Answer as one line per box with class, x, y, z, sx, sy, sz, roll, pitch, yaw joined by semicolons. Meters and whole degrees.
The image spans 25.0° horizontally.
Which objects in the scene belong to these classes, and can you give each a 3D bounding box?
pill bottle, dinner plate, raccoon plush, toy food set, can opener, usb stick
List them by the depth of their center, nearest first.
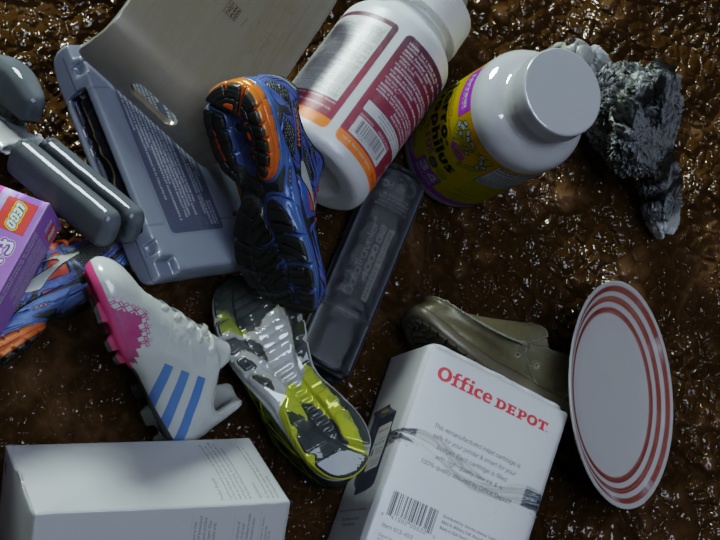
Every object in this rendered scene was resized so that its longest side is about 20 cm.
can opener;-0.241;-0.092;1.245;0.200;0.067;0.052;42;30;25
toy food set;-0.118;-0.205;1.308;0.143;0.060;0.201;42;66;-26
pill bottle;0.122;-0.125;1.384;0.103;0.200;0.106;5;77;-23
pill bottle;0.007;-0.159;1.389;0.109;0.109;0.201;41;66;-12
usb stick;0.000;0.000;1.397;0.055;0.033;0.202;26;70;-10
dinner plate;0.227;0.111;1.447;0.199;0.024;0.203;14;73;-54
raccoon plush;0.221;-0.124;1.516;0.096;0.133;0.202;-30;125;-41

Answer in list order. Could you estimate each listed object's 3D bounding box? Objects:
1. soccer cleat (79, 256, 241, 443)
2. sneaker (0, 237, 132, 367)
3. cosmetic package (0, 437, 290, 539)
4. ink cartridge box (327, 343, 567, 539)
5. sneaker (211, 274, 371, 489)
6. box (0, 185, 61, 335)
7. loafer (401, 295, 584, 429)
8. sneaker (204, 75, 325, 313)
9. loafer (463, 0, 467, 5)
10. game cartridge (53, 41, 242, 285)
soccer cleat;-0.150;0.052;1.250;0.086;0.070;0.201;-26;135;-7
sneaker;-0.246;0.003;1.262;0.199;0.075;0.079;-37;92;-28
cosmetic package;-0.165;0.187;1.229;0.198;0.108;0.086;0;113;-23
ink cartridge box;0.070;0.184;1.362;0.144;0.084;0.202;26;71;-18
sneaker;-0.067;0.097;1.328;0.074;0.085;0.201;-22;68;-22
box;-0.328;0.019;1.201;0.135;0.039;0.202;19;69;15
loafer;0.121;0.071;1.419;0.199;0.076;0.068;34;67;-26
sneaker;-0.057;-0.061;1.270;0.078;0.075;0.202;-35;123;-45
loafer;0.021;-0.305;1.449;0.199;0.075;0.069;35;66;-25
game cartridge;-0.160;-0.087;1.301;0.132;0.041;0.202;-10;74;-52
